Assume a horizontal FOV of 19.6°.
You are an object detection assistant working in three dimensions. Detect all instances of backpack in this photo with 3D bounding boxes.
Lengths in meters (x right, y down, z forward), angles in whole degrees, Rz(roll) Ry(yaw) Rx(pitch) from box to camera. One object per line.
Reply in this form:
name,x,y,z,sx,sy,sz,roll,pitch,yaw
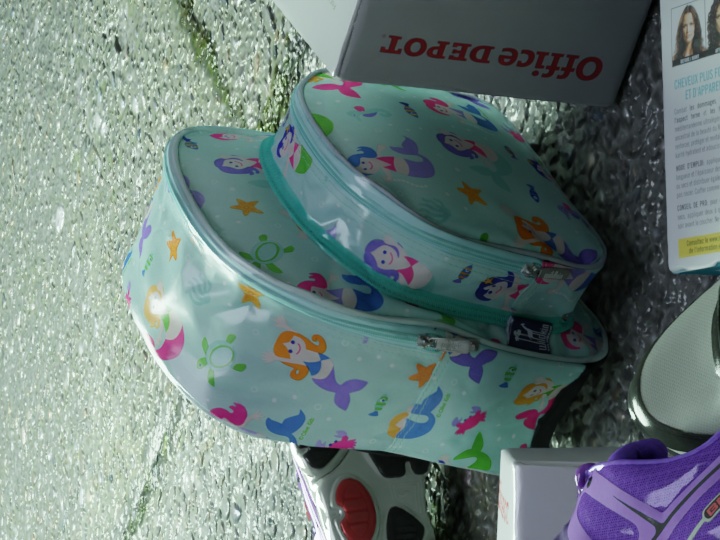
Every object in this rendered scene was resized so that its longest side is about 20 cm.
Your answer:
backpack,0.000,0.000,0.940,0.178,0.200,0.151,59,137,47

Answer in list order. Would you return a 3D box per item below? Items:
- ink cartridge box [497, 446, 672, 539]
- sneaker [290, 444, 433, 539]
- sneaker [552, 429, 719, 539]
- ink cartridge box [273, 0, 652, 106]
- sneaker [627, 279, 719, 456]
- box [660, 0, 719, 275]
ink cartridge box,0.094,0.170,0.814,0.145,0.084,0.200,62,-150,-87
sneaker,-0.004,0.119,1.059,0.083,0.080,0.200,119,147,-60
sneaker,0.086,0.104,0.687,0.200,0.081,0.084,-37,49,37
ink cartridge box,0.052,-0.195,0.915,0.146,0.146,0.200,53,133,49
sneaker,0.149,-0.003,0.650,0.200,0.079,0.074,-39,38,43
box,0.159,-0.100,0.807,0.082,0.049,0.200,-11,78,61
